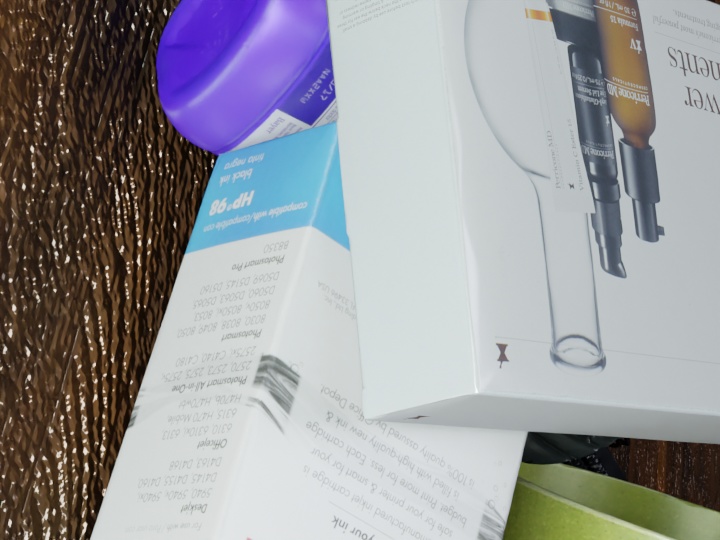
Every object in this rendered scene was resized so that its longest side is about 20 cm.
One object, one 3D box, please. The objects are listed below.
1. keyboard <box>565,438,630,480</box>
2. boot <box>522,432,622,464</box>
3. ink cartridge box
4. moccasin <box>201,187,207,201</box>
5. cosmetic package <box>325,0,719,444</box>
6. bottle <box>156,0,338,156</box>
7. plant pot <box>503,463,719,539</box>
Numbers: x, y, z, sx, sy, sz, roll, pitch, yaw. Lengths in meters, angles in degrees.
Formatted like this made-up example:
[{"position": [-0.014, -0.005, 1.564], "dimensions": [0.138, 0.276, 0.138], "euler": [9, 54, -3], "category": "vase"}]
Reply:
[{"position": [0.118, 0.104, 1.074], "dimensions": [0.104, 0.040, 0.200], "euler": [-50, 151, -6], "category": "keyboard"}, {"position": [0.119, -0.001, 0.880], "dimensions": [0.073, 0.198, 0.162], "euler": [43, 0, -5], "category": "boot"}, {"position": [-0.015, 0.070, 0.615], "dimensions": [0.116, 0.066, 0.201], "euler": [35, 60, -35], "category": "ink cartridge box"}, {"position": [0.000, 0.000, 0.755], "dimensions": [0.200, 0.080, 0.069], "euler": [20, 60, -71], "category": "moccasin"}, {"position": [0.077, -0.023, 0.644], "dimensions": [0.199, 0.051, 0.152], "euler": [8, 74, -46], "category": "cosmetic package"}, {"position": [0.026, -0.050, 0.698], "dimensions": [0.199, 0.084, 0.066], "euler": [24, 38, -32], "category": "bottle"}, {"position": [0.109, 0.199, 0.808], "dimensions": [0.187, 0.186, 0.201], "euler": [13, 95, -71], "category": "plant pot"}]
